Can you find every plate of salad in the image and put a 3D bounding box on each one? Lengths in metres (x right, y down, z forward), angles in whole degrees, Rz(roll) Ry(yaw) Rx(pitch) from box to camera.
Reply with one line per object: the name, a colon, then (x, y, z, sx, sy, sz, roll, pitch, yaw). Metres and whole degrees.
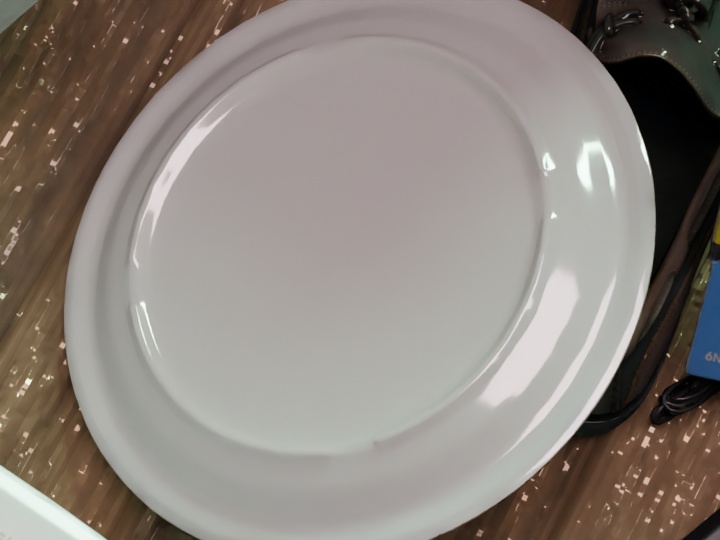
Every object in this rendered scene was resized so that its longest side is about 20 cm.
plate of salad: (0.000, 0.000, 0.942, 0.200, 0.048, 0.201, -10, 63, 19)

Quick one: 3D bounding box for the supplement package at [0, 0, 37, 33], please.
supplement package: (-0.156, -0.177, 0.947, 0.121, 0.120, 0.201, 18, 67, -24)

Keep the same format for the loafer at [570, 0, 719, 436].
loafer: (0.098, -0.044, 0.977, 0.072, 0.063, 0.200, 17, 70, -1)

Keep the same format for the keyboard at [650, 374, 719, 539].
keyboard: (0.161, 0.060, 0.971, 0.200, 0.021, 0.127, -37, 79, -18)

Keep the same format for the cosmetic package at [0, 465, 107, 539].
cosmetic package: (-0.178, 0.139, 0.825, 0.166, 0.167, 0.200, 34, 70, 5)

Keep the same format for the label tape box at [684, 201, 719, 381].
label tape box: (0.192, -0.050, 0.927, 0.144, 0.200, 0.063, 14, 30, 5)
